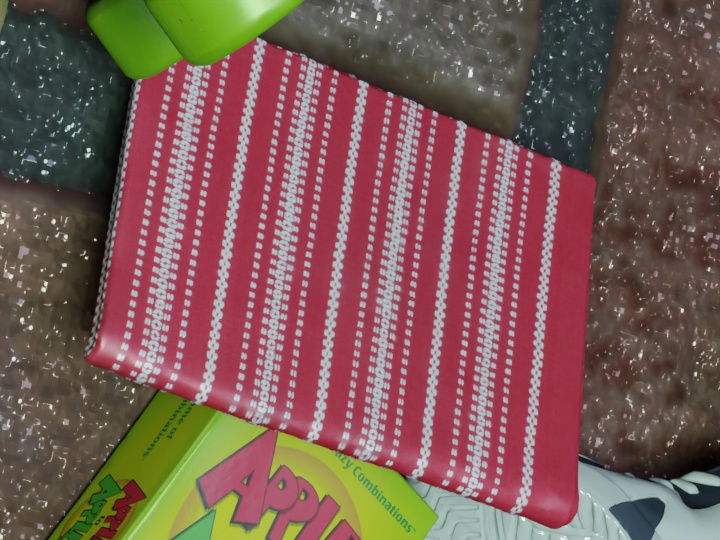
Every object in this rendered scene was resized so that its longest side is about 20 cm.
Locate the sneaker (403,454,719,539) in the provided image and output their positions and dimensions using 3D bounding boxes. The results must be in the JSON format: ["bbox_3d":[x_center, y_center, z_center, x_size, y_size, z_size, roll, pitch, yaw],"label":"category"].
[{"bbox_3d":[0.112,0.104,1.062,0.199,0.130,0.080,29,116,2],"label":"sneaker"}]

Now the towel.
[{"bbox_3d":[0.000,0.000,0.960,0.199,0.022,0.145,21,59,-26],"label":"towel"}]

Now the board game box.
[{"bbox_3d":[-0.069,0.130,0.947,0.102,0.048,0.200,48,67,-27],"label":"board game box"}]

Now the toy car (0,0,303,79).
[{"bbox_3d":[-0.143,-0.097,0.831,0.200,0.158,0.165,-39,102,-14],"label":"toy car"}]
